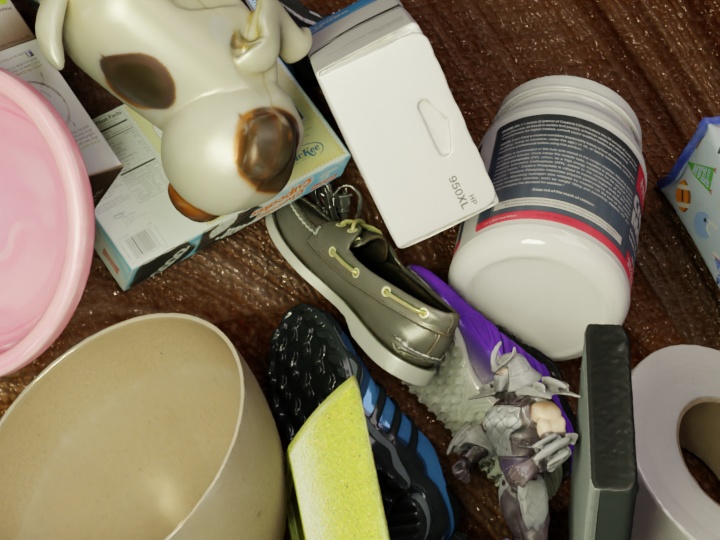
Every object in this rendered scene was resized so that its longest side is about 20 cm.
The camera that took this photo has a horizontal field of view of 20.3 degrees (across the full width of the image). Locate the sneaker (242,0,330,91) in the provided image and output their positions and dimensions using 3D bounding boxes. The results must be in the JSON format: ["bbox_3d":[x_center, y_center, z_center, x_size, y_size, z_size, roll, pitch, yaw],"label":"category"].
[{"bbox_3d":[-0.044,-0.169,1.605,0.199,0.073,0.082,25,64,-10],"label":"sneaker"}]

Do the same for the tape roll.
[{"bbox_3d":[0.267,0.160,1.546,0.201,0.071,0.203,19,48,-22],"label":"tape roll"}]

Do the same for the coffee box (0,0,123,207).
[{"bbox_3d":[-0.262,-0.107,1.361,0.080,0.114,0.200,-23,71,-43],"label":"coffee box"}]

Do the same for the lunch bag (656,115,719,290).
[{"bbox_3d":[0.386,-0.048,1.757,0.199,0.124,0.171,-12,63,-31],"label":"lunch bag"}]

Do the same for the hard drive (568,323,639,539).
[{"bbox_3d":[0.165,0.154,1.378,0.033,0.201,0.140,1,47,3],"label":"hard drive"}]

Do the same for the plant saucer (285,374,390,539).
[{"bbox_3d":[-0.012,0.186,1.247,0.048,0.200,0.201,-10,74,-7],"label":"plant saucer"}]

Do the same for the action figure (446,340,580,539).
[{"bbox_3d":[0.110,0.148,1.384,0.069,0.130,0.201,-7,90,-16],"label":"action figure"}]

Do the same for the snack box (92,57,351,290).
[{"bbox_3d":[-0.119,-0.080,1.459,0.199,0.037,0.116,-29,75,-28],"label":"snack box"}]

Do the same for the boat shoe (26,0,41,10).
[{"bbox_3d":[-0.217,-0.216,1.456,0.068,0.072,0.200,59,9,10],"label":"boat shoe"}]

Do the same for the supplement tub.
[{"bbox_3d":[0.150,-0.042,1.574,0.140,0.140,0.201,28,46,-13],"label":"supplement tub"}]

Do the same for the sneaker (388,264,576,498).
[{"bbox_3d":[0.097,0.075,1.504,0.201,0.070,0.099,54,40,5],"label":"sneaker"}]

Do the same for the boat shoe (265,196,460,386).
[{"bbox_3d":[0.002,0.001,1.456,0.072,0.060,0.202,14,26,-47],"label":"boat shoe"}]

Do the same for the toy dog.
[{"bbox_3d":[-0.112,-0.136,1.380,0.201,0.139,0.194,58,33,-1],"label":"toy dog"}]

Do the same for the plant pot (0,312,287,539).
[{"bbox_3d":[-0.121,0.146,1.230,0.135,0.199,0.201,50,33,-40],"label":"plant pot"}]

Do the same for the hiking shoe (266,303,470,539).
[{"bbox_3d":[0.000,0.115,1.414,0.087,0.074,0.201,9,49,-57],"label":"hiking shoe"}]

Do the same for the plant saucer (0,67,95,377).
[{"bbox_3d":[-0.244,-0.031,1.267,0.201,0.200,0.051,54,24,14],"label":"plant saucer"}]

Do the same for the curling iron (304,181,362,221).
[{"bbox_3d":[-0.058,-0.112,1.539,0.025,0.050,0.201,-23,78,-41],"label":"curling iron"}]

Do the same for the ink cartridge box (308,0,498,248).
[{"bbox_3d":[0.026,-0.117,1.485,0.145,0.084,0.200,63,2,-15],"label":"ink cartridge box"}]
